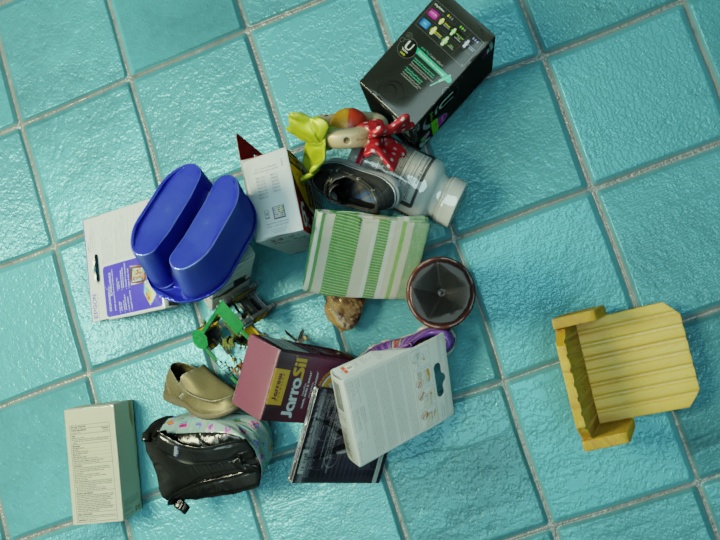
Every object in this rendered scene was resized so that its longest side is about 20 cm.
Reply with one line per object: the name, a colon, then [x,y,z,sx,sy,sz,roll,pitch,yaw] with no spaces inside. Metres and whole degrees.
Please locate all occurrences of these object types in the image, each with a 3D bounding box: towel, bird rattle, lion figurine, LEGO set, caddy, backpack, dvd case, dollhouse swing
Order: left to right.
caddy: [-0.235,-0.052,0.904,0.139,0.106,0.203,18,65,15]
backpack: [-0.251,0.308,1.071,0.196,0.127,0.170,-9,114,12]
LEGO set: [-0.186,0.121,1.107,0.199,0.116,0.155,38,122,13]
dvd case: [-0.020,0.274,1.028,0.016,0.198,0.152,14,88,48]
bird rattle: [-0.014,-0.221,0.973,0.196,0.164,0.115,-11,120,8]
lion figurine: [0.000,0.000,1.089,0.200,0.072,0.123,-45,95,-2]
towel: [0.009,-0.024,1.021,0.196,0.023,0.155,3,116,-21]
dollhouse swing: [0.420,0.152,0.975,0.173,0.181,0.205,-15,84,27]

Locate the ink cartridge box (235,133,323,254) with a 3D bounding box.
ink cartridge box: [-0.125,-0.130,1.048,0.082,0.200,0.180,-13,85,8]

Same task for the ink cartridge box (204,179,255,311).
ink cartridge box: [-0.251,-0.036,1.057,0.083,0.200,0.147,-29,81,-21]

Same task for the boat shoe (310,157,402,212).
boat shoe: [-0.023,-0.130,1.004,0.198,0.066,0.071,24,128,40]

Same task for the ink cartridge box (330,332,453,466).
ink cartridge box: [0.055,0.199,1.015,0.197,0.050,0.166,-22,114,-27]

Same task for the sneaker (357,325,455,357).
sneaker: [0.069,0.145,1.062,0.198,0.083,0.082,-30,83,6]

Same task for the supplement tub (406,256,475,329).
supplement tub: [0.129,0.040,1.001,0.104,0.200,0.110,-1,85,8]

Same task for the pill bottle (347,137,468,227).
pill bottle: [0.078,-0.153,1.065,0.197,0.111,0.112,27,90,9]

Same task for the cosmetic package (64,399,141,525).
cosmetic package: [-0.465,0.344,1.133,0.103,0.071,0.205,-6,86,8]

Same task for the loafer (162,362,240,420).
loafer: [-0.276,0.203,1.077,0.197,0.076,0.069,3,105,34]

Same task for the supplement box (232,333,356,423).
supplement box: [-0.094,0.180,1.008,0.085,0.198,0.113,16,89,45]

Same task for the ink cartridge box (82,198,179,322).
ink cartridge box: [-0.425,-0.017,1.153,0.196,0.043,0.203,-10,84,27]

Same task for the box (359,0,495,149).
box: [0.115,-0.327,1.051,0.124,0.148,0.200,43,93,9]
